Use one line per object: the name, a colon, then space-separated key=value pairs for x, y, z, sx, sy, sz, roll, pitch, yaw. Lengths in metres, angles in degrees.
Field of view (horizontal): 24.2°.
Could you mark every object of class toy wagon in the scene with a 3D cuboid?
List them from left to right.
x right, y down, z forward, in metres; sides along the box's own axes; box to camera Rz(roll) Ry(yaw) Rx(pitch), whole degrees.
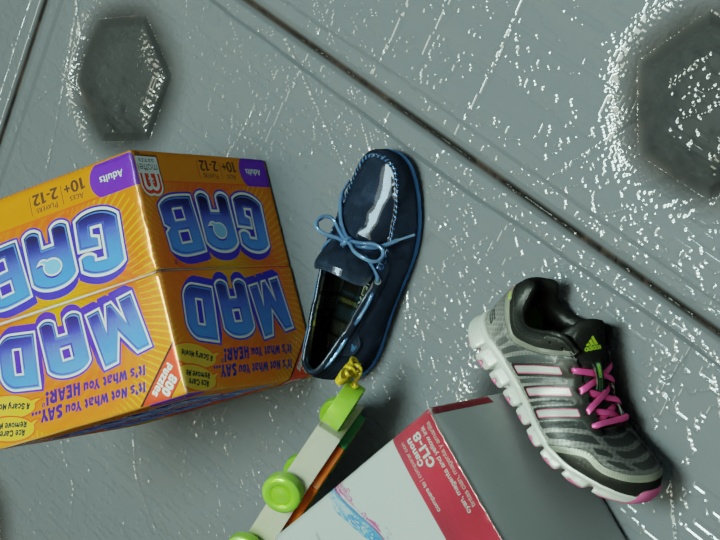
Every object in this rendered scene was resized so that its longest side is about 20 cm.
toy wagon: x=-0.042 y=0.159 z=1.376 sx=0.040 sy=0.155 sz=0.200 roll=34 pitch=117 yaw=3

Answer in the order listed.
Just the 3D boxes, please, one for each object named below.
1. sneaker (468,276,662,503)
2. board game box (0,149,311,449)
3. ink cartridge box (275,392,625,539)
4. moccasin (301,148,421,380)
sneaker: x=0.161 y=0.082 z=1.245 sx=0.200 sy=0.074 sz=0.087 roll=53 pitch=130 yaw=30
board game box: x=-0.192 y=0.024 z=1.435 sx=0.200 sy=0.200 sz=0.200 roll=-18 pitch=82 yaw=28
ink cartridge box: x=0.065 y=0.207 z=1.290 sx=0.200 sy=0.145 sz=0.145 roll=-43 pitch=67 yaw=33
moccasin: x=0.000 y=0.000 z=1.378 sx=0.080 sy=0.068 sz=0.200 roll=18 pitch=105 yaw=38
